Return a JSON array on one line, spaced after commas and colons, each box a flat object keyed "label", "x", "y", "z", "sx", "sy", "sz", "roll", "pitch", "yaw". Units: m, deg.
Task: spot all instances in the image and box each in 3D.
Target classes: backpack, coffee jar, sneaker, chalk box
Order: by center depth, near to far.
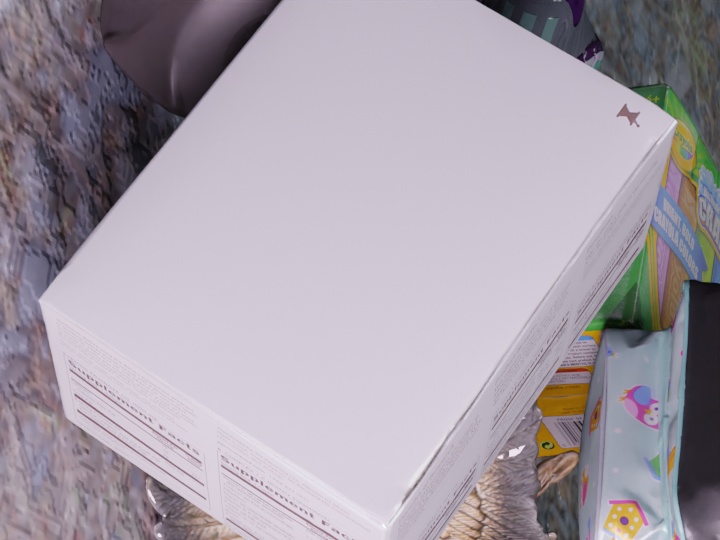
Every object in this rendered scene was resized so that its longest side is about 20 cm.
[{"label": "coffee jar", "x": -0.027, "y": -0.127, "z": 1.045, "sx": 0.085, "sy": 0.104, "sz": 0.200, "roll": 43, "pitch": 27, "yaw": 13}, {"label": "backpack", "x": 0.182, "y": 0.122, "z": 1.156, "sx": 0.200, "sy": 0.153, "sz": 0.176, "roll": 69, "pitch": 18, "yaw": -44}, {"label": "sneaker", "x": 0.103, "y": -0.145, "z": 1.265, "sx": 0.200, "sy": 0.074, "sz": 0.088, "roll": -68, "pitch": 178, "yaw": -69}, {"label": "chalk box", "x": 0.125, "y": -0.017, "z": 1.289, "sx": 0.124, "sy": 0.124, "sz": 0.200, "roll": 51, "pitch": 40, "yaw": -45}]

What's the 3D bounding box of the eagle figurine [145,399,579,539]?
[{"label": "eagle figurine", "x": 0.009, "y": 0.105, "z": 1.053, "sx": 0.200, "sy": 0.150, "sz": 0.152, "roll": 54, "pitch": 49, "yaw": -59}]

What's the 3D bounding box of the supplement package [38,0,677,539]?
[{"label": "supplement package", "x": 0.000, "y": 0.000, "z": 0.920, "sx": 0.200, "sy": 0.156, "sz": 0.111, "roll": -53, "pitch": 166, "yaw": -23}]
